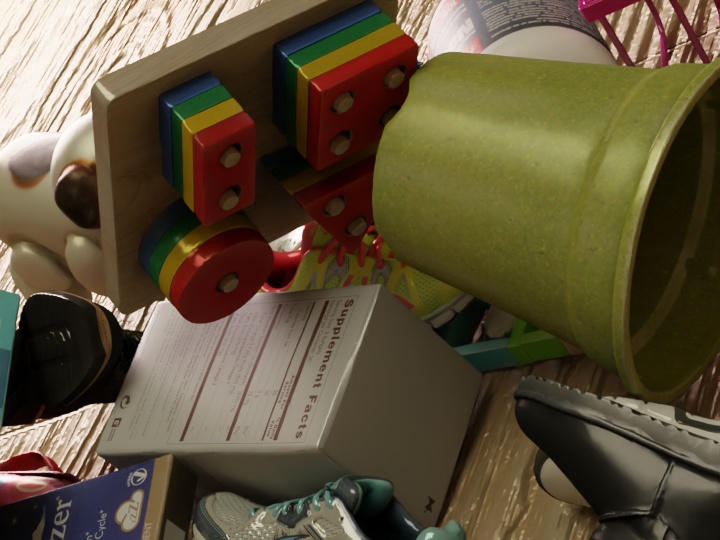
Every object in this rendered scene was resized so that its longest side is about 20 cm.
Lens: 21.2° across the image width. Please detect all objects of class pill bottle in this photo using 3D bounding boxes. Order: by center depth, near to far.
[{"bbox_3d":[0.116,-0.120,1.296,0.120,0.120,0.200,-33,27,10],"label":"pill bottle"}]

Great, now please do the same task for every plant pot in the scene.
[{"bbox_3d":[0.115,-0.045,1.105,0.184,0.200,0.200,18,61,29],"label":"plant pot"}]

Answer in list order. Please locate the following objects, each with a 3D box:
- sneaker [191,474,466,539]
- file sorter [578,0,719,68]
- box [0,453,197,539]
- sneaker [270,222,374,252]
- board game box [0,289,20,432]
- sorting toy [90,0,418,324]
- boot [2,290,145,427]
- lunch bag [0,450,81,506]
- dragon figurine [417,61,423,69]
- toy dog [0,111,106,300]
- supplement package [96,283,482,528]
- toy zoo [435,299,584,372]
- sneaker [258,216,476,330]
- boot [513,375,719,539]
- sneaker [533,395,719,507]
[{"bbox_3d":[-0.013,0.152,1.114,0.200,0.086,0.078,16,20,34],"label":"sneaker"},{"bbox_3d":[0.260,-0.205,1.267,0.200,0.125,0.139,-22,36,23],"label":"file sorter"},{"bbox_3d":[-0.194,0.193,1.185,0.200,0.032,0.121,-20,45,30],"label":"box"},{"bbox_3d":[-0.061,-0.011,1.387,0.200,0.074,0.116,-28,23,15],"label":"sneaker"},{"bbox_3d":[-0.267,0.123,1.242,0.200,0.047,0.151,-97,26,-58],"label":"board game box"},{"bbox_3d":[-0.053,-0.062,1.150,0.200,0.199,0.070,-28,59,-23],"label":"sorting toy"},{"bbox_3d":[-0.164,0.054,1.323,0.200,0.138,0.078,-23,74,61],"label":"boot"},{"bbox_3d":[-0.263,0.204,1.332,0.200,0.082,0.176,-3,50,39],"label":"lunch bag"},{"bbox_3d":[0.026,-0.103,1.375,0.099,0.059,0.200,-9,30,-19],"label":"dragon figurine"},{"bbox_3d":[-0.203,-0.066,1.482,0.140,0.194,0.200,-49,14,-29],"label":"toy dog"},{"bbox_3d":[-0.045,0.091,1.213,0.200,0.117,0.117,-5,55,41],"label":"supplement package"},{"bbox_3d":[0.072,0.017,1.285,0.200,0.020,0.131,-13,42,35],"label":"toy zoo"},{"bbox_3d":[0.000,0.000,1.263,0.200,0.090,0.078,-18,24,29],"label":"sneaker"},{"bbox_3d":[0.109,0.166,0.976,0.165,0.066,0.200,19,86,46],"label":"boot"},{"bbox_3d":[0.169,0.118,1.024,0.200,0.074,0.080,-2,50,44],"label":"sneaker"}]
